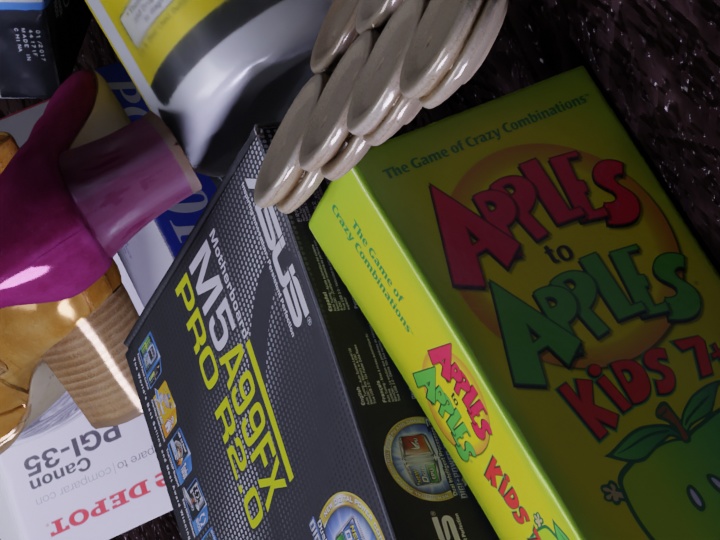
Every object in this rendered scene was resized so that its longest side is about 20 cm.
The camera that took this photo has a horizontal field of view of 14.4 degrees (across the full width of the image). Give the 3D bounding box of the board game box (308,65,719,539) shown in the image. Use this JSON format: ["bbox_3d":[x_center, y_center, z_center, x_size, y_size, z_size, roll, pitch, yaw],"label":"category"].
[{"bbox_3d":[0.078,0.038,0.942,0.200,0.101,0.048,59,151,17],"label":"board game box"}]

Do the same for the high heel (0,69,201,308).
[{"bbox_3d":[-0.123,-0.027,1.086,0.068,0.096,0.200,60,171,-7],"label":"high heel"}]

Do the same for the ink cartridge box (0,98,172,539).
[{"bbox_3d":[-0.133,0.024,1.382,0.083,0.146,0.200,38,147,56],"label":"ink cartridge box"}]

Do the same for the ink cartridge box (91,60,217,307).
[{"bbox_3d":[-0.045,-0.001,1.206,0.044,0.094,0.200,-37,79,55],"label":"ink cartridge box"}]

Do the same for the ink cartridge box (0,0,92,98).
[{"bbox_3d":[-0.131,-0.170,1.227,0.200,0.039,0.100,-80,-13,-49],"label":"ink cartridge box"}]

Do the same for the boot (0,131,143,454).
[{"bbox_3d":[-0.176,0.009,1.237,0.201,0.071,0.144,-15,113,47],"label":"boot"}]

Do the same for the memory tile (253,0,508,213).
[{"bbox_3d":[0.024,-0.100,0.898,0.017,0.154,0.200,26,163,-12],"label":"memory tile"}]

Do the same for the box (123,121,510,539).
[{"bbox_3d":[-0.017,0.072,1.014,0.160,0.044,0.200,-54,48,53],"label":"box"}]

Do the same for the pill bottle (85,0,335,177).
[{"bbox_3d":[-0.065,-0.146,1.077,0.200,0.114,0.114,59,158,17],"label":"pill bottle"}]

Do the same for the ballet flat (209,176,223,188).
[{"bbox_3d":[0.000,0.000,1.162,0.200,0.073,0.073,58,159,4],"label":"ballet flat"}]
